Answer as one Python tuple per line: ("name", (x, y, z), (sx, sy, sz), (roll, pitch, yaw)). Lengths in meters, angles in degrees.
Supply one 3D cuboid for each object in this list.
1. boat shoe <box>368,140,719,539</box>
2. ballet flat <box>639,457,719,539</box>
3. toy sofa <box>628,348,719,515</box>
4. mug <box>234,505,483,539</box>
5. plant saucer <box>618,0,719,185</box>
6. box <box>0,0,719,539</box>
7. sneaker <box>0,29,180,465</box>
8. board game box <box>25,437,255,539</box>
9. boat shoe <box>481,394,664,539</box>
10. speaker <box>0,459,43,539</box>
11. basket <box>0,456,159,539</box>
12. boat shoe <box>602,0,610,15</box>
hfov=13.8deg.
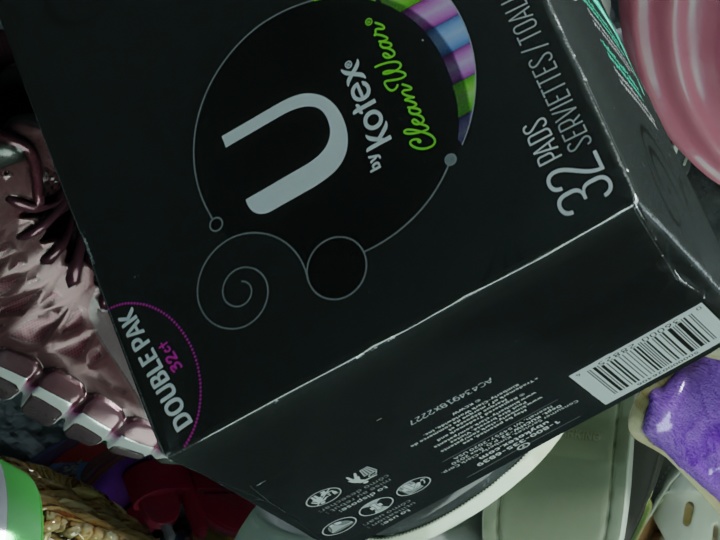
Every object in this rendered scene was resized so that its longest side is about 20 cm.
("boat shoe", (0.055, 0.017, 1.063), (0.200, 0.072, 0.068), (-45, 131, 11))
("ballet flat", (0.127, 0.116, 1.173), (0.067, 0.064, 0.201), (10, 121, -30))
("toy sofa", (0.187, 0.069, 1.112), (0.200, 0.083, 0.098), (49, 64, -45))
("mug", (0.004, 0.182, 1.139), (0.147, 0.176, 0.200), (-1, -168, 1))
("plant saucer", (0.185, -0.099, 0.980), (0.199, 0.051, 0.201), (-8, 122, -13))
("box", (-0.003, -0.049, 0.853), (0.148, 0.201, 0.124), (-29, 155, 12))
("sneaker", (-0.087, -0.010, 0.928), (0.199, 0.076, 0.116), (19, 141, -15))
("board game box", (-0.081, 0.117, 1.284), (0.157, 0.039, 0.200), (-21, 153, -4))
("boat shoe", (0.090, 0.027, 1.130), (0.071, 0.202, 0.061), (14, 175, 14))
("speaker", (-0.213, 0.085, 1.019), (0.199, 0.089, 0.089), (14, 139, -24))
("basket", (-0.182, 0.134, 1.178), (0.199, 0.149, 0.144), (5, 104, -30))
("boat shoe", (0.008, -0.032, 1.006), (0.200, 0.074, 0.060), (-45, 179, 24))
